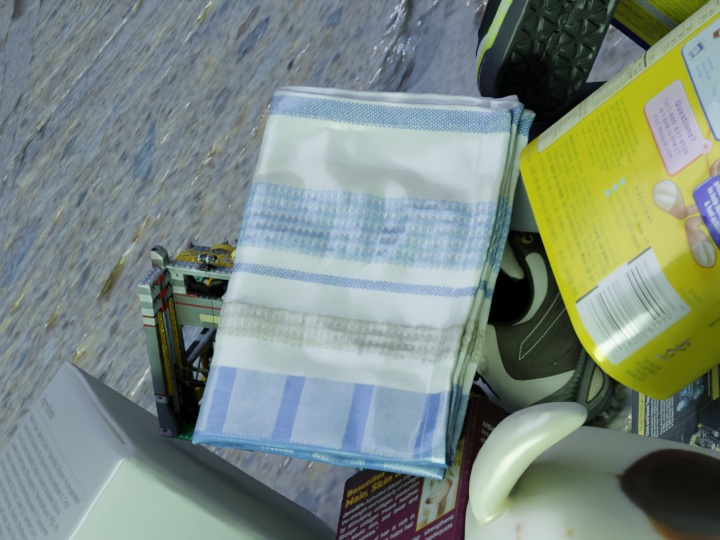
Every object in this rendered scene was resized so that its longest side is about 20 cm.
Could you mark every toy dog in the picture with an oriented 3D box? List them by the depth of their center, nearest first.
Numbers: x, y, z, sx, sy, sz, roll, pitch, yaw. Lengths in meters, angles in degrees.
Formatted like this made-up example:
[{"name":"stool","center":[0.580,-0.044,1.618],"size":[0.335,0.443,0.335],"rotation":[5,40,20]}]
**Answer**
[{"name":"toy dog","center":[0.151,0.111,0.884],"size":[0.198,0.195,0.140],"rotation":[-9,27,18]}]

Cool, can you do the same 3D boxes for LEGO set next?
[{"name":"LEGO set","center":[-0.028,0.020,1.251],"size":[0.199,0.117,0.154],"rotation":[13,36,28]}]

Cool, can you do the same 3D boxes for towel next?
[{"name":"towel","center":[0.000,0.000,1.160],"size":[0.146,0.024,0.202],"rotation":[6,71,22]}]

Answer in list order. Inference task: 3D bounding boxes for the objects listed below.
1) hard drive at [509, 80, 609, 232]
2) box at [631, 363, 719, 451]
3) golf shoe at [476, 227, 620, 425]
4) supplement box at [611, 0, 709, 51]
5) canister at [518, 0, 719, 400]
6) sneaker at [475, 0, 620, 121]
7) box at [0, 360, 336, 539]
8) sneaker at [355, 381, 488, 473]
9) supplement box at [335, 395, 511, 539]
[{"name":"hard drive","center":[0.135,-0.062,1.202],"size":[0.134,0.043,0.199],"rotation":[-30,21,-35]},{"name":"box","center":[0.191,0.046,1.044],"size":[0.161,0.049,0.201],"rotation":[-37,30,35]},{"name":"golf shoe","center":[0.102,-0.007,1.241],"size":[0.078,0.094,0.201],"rotation":[-39,26,38]},{"name":"supplement box","center":[0.209,-0.183,1.231],"size":[0.109,0.109,0.200],"rotation":[-61,23,-11]},{"name":"canister","center":[0.175,-0.053,1.009],"size":[0.200,0.086,0.149],"rotation":[-38,49,28]},{"name":"sneaker","center":[0.108,-0.172,1.197],"size":[0.201,0.071,0.083],"rotation":[-58,26,27]},{"name":"box","center":[-0.118,0.189,1.288],"size":[0.172,0.198,0.200],"rotation":[-55,22,2]},{"name":"sneaker","center":[0.022,0.095,1.332],"size":[0.200,0.076,0.089],"rotation":[-127,35,-58]},{"name":"supplement box","center":[0.043,0.178,1.122],"size":[0.110,0.085,0.201],"rotation":[-36,30,39]}]
